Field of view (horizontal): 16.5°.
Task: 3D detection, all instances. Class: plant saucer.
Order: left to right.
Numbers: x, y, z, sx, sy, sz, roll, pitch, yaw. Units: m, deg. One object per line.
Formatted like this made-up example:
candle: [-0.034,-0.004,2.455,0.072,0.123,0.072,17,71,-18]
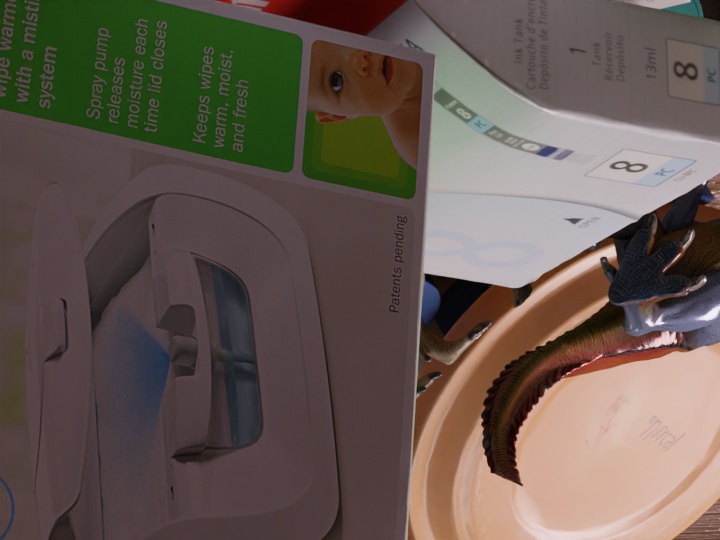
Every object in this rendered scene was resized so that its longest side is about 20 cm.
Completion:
plant saucer: [0.106,0.063,1.056,0.200,0.032,0.200,-19,134,-21]

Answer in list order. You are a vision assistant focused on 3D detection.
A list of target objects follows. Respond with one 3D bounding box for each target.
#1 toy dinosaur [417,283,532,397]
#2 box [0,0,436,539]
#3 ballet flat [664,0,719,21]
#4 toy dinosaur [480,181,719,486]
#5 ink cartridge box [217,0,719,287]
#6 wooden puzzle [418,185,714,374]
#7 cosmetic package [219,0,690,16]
toy dinosaur: [0.000,0.000,0.947,0.200,0.101,0.058,-43,178,19]
box: [-0.082,0.027,0.680,0.176,0.200,0.097,13,158,-21]
ballet flat: [0.116,-0.078,0.895,0.200,0.068,0.075,2,-175,-28]
toy dinosaur: [0.129,-0.006,0.967,0.200,0.105,0.181,-48,150,9]
ink cartridge box: [0.000,-0.047,0.783,0.200,0.047,0.160,7,163,-23]
wooden puzzle: [0.053,-0.011,1.021,0.200,0.046,0.185,-42,147,28]
cosmetic package: [-0.005,-0.114,0.738,0.151,0.052,0.200,-9,164,25]
